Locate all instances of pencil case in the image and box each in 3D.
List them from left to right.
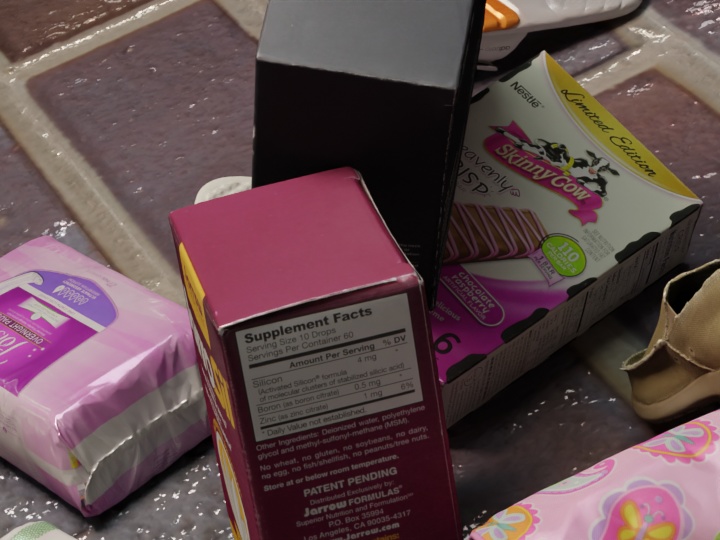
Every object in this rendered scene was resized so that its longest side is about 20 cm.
[{"bbox_3d":[0.147,0.124,1.421,0.199,0.088,0.087,-26,31,-11],"label":"pencil case"}]

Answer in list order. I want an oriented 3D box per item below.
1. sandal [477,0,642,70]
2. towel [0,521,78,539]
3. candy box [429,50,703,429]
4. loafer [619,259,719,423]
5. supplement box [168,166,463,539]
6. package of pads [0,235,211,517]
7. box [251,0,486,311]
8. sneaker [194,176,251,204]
[{"bbox_3d":[0.085,-0.162,1.953,0.205,0.059,0.079,-4,44,-15],"label":"sandal"},{"bbox_3d":[-0.156,0.196,1.525,0.199,0.031,0.149,17,46,45],"label":"towel"},{"bbox_3d":[0.071,-0.017,1.652,0.200,0.061,0.136,-34,66,-27],"label":"candy box"},{"bbox_3d":[0.183,0.029,1.498,0.076,0.068,0.200,-19,-4,-20],"label":"loafer"},{"bbox_3d":[-0.019,0.072,1.474,0.103,0.201,0.131,-14,28,-8],"label":"supplement box"},{"bbox_3d":[-0.167,0.058,1.710,0.120,0.076,0.200,-32,33,-24],"label":"package of pads"},{"bbox_3d":[0.009,-0.116,1.567,0.103,0.183,0.201,9,52,3],"label":"box"},{"bbox_3d":[0.000,0.000,1.721,0.199,0.080,0.079,10,39,-1],"label":"sneaker"}]
